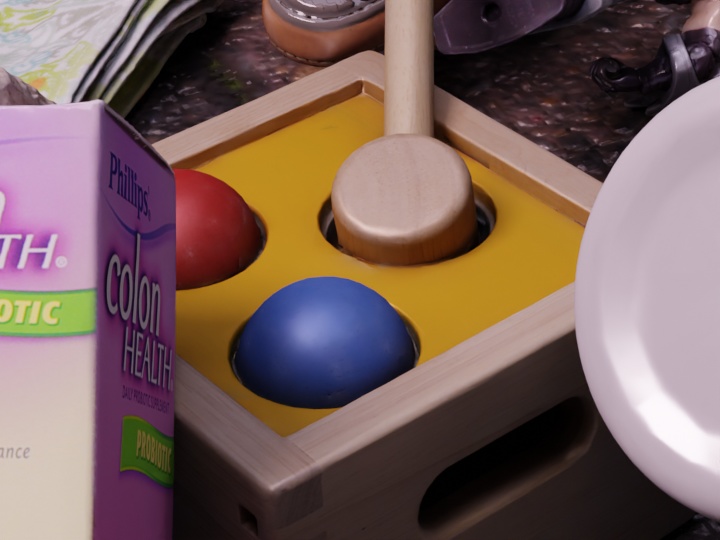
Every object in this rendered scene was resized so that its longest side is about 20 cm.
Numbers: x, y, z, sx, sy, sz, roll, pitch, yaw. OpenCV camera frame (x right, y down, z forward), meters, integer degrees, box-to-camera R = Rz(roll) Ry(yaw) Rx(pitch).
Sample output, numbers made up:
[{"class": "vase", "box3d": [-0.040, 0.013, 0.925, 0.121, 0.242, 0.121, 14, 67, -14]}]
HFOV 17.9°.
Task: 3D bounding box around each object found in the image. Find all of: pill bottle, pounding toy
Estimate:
[{"class": "pill bottle", "box3d": [0.156, 0.011, 0.618, 0.116, 0.116, 0.200, 27, 13, 36]}, {"class": "pounding toy", "box3d": [0.000, 0.000, 0.683, 0.200, 0.142, 0.184, -27, 42, -29]}]

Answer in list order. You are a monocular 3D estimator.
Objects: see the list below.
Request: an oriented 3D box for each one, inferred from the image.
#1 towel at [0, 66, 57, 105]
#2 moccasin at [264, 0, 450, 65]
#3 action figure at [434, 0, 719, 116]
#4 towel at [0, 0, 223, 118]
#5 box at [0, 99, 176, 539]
[{"class": "towel", "box3d": [-0.187, -0.037, 0.629, 0.200, 0.133, 0.035, -9, 71, 19]}, {"class": "moccasin", "box3d": [0.021, -0.125, 0.914, 0.074, 0.078, 0.201, 21, 34, 11]}, {"class": "action figure", "box3d": [0.091, -0.124, 0.853, 0.069, 0.130, 0.200, -27, -9, 39]}, {"class": "towel", "box3d": [-0.172, -0.100, 0.926, 0.200, 0.048, 0.171, 9, 36, 17]}, {"class": "box", "box3d": [-0.139, 0.067, 0.544, 0.176, 0.200, 0.097, -1, -7, 6]}]
